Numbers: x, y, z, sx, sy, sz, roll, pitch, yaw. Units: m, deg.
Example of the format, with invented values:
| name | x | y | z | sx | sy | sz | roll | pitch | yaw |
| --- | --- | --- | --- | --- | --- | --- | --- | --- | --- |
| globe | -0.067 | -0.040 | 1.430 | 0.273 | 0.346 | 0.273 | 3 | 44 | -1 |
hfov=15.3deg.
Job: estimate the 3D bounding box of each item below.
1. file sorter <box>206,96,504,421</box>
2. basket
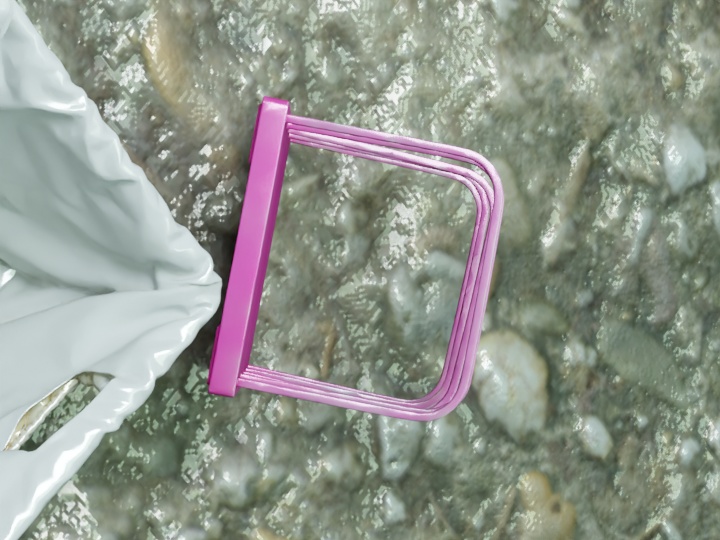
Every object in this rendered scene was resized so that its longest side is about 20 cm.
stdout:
| name | x | y | z | sx | sy | sz | roll | pitch | yaw |
| --- | --- | --- | --- | --- | --- | --- | --- | --- | --- |
| file sorter | 0.000 | 0.000 | 1.335 | 0.125 | 0.200 | 0.140 | 11 | 90 | -1 |
| basket | -0.209 | 0.003 | 1.212 | 0.198 | 0.160 | 0.200 | -49 | 122 | -23 |
